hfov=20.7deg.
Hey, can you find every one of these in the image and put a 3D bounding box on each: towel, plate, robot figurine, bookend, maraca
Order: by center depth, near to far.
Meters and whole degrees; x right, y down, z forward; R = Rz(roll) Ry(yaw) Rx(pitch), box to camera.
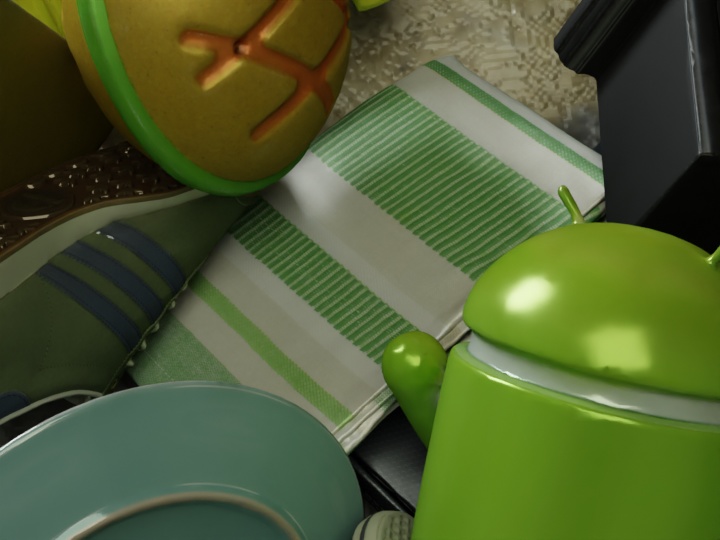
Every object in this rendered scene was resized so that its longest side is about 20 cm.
[{"bbox_3d":[0.080,0.075,0.694,0.175,0.115,0.202,17,98,37],"label":"robot figurine"},{"bbox_3d":[-0.082,0.130,0.719,0.199,0.201,0.026,-34,42,-9],"label":"plate"},{"bbox_3d":[0.184,-0.013,0.738,0.198,0.092,0.200,11,58,-17],"label":"bookend"},{"bbox_3d":[-0.066,-0.129,0.777,0.106,0.137,0.202,-9,100,36],"label":"maraca"},{"bbox_3d":[0.000,0.000,0.815,0.200,0.023,0.152,-41,45,-9],"label":"towel"}]

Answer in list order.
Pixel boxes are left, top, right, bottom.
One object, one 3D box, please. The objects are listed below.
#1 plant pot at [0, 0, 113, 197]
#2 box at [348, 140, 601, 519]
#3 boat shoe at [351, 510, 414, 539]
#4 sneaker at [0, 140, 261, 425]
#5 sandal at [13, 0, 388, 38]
[{"bbox_3d":[-0.240,-0.056,0.796,0.199,0.200,0.177,26,88,15],"label":"plant pot"},{"bbox_3d":[0.104,0.054,0.808,0.200,0.051,0.158,-44,75,-12],"label":"box"},{"bbox_3d":[0.006,0.192,0.742,0.062,0.074,0.202,-7,83,31],"label":"boat shoe"},{"bbox_3d":[-0.115,0.011,0.804,0.067,0.091,0.200,15,30,37],"label":"sneaker"},{"bbox_3d":[-0.067,-0.146,0.886,0.198,0.080,0.087,-6,33,8],"label":"sandal"}]
